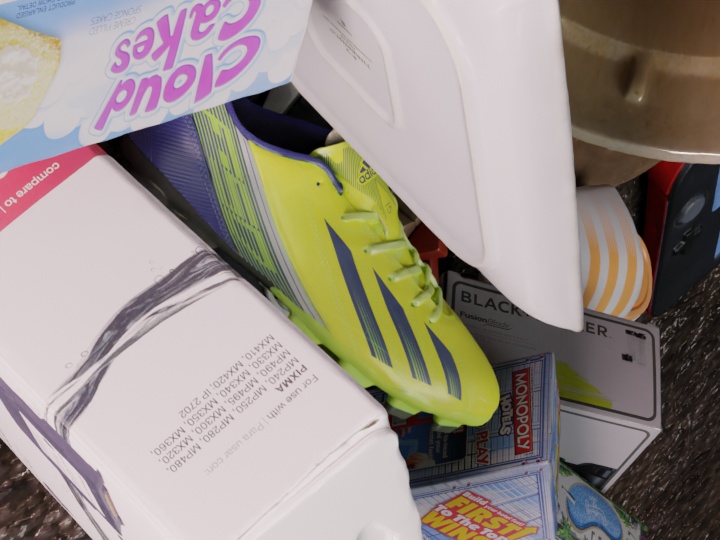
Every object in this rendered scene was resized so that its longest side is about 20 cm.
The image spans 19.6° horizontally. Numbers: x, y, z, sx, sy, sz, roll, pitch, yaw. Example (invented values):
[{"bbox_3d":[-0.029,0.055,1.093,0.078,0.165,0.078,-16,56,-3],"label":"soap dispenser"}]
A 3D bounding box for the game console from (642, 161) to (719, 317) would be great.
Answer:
[{"bbox_3d":[0.245,-0.074,1.253,0.200,0.031,0.177,-38,150,-18],"label":"game console"}]

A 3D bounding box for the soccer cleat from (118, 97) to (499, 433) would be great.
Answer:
[{"bbox_3d":[-0.007,-0.011,0.843,0.200,0.065,0.084,40,94,-18],"label":"soccer cleat"}]

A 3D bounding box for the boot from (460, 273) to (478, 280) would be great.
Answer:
[{"bbox_3d":[0.084,0.033,1.131,0.108,0.075,0.200,-57,153,-13],"label":"boot"}]

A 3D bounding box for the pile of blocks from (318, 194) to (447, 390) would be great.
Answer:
[{"bbox_3d":[0.000,0.000,0.969,0.082,0.062,0.201,-16,137,-45],"label":"pile of blocks"}]

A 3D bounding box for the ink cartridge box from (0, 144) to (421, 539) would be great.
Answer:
[{"bbox_3d":[-0.074,0.052,0.768,0.084,0.200,0.145,-40,150,-16],"label":"ink cartridge box"}]

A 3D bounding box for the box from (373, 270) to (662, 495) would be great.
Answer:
[{"bbox_3d":[0.057,0.089,1.045,0.116,0.060,0.200,15,142,-14],"label":"box"}]

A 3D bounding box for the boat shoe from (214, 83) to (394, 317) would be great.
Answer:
[{"bbox_3d":[-0.034,-0.018,0.901,0.075,0.060,0.201,11,115,-57],"label":"boat shoe"}]

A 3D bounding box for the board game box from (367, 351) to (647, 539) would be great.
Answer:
[{"bbox_3d":[0.039,0.117,0.981,0.199,0.062,0.200,-24,135,34],"label":"board game box"}]

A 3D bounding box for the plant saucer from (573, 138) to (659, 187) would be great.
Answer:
[{"bbox_3d":[0.151,-0.119,1.074,0.200,0.029,0.201,-33,147,-25],"label":"plant saucer"}]

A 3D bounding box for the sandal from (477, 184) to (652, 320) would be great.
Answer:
[{"bbox_3d":[0.123,-0.009,1.080,0.206,0.059,0.080,2,81,-59],"label":"sandal"}]

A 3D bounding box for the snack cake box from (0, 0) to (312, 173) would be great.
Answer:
[{"bbox_3d":[-0.121,-0.092,0.635,0.199,0.115,0.067,-22,142,-39],"label":"snack cake box"}]

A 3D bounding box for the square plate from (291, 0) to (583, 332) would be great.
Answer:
[{"bbox_3d":[0.003,-0.088,0.726,0.028,0.200,0.199,-35,149,-13],"label":"square plate"}]

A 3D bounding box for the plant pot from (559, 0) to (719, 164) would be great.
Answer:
[{"bbox_3d":[0.134,-0.173,0.792,0.201,0.199,0.184,76,25,-56],"label":"plant pot"}]
